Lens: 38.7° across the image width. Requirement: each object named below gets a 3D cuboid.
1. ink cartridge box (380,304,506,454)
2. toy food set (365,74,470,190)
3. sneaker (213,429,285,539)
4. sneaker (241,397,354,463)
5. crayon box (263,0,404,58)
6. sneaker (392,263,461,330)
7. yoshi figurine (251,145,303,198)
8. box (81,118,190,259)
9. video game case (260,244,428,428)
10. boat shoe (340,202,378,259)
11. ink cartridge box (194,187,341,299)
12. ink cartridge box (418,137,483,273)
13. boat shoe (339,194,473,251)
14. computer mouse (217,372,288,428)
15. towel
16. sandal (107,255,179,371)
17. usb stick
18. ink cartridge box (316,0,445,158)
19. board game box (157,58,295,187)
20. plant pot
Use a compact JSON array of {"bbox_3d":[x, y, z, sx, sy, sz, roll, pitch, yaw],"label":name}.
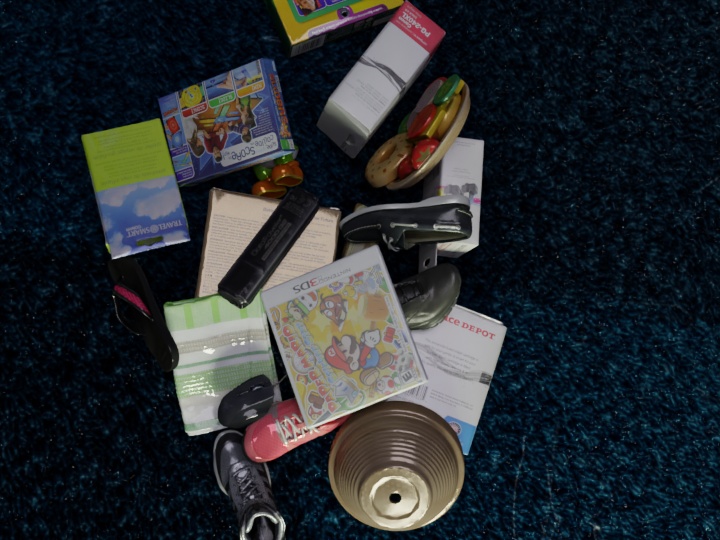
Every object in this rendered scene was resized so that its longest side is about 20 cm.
[{"bbox_3d":[0.116,0.154,1.524,0.143,0.084,0.203,21,78,-6],"label":"ink cartridge box"},{"bbox_3d":[0.091,-0.207,1.526,0.048,0.200,0.200,35,80,-17],"label":"toy food set"},{"bbox_3d":[-0.151,0.318,1.436,0.074,0.114,0.203,-20,84,-12],"label":"sneaker"},{"bbox_3d":[-0.079,0.207,1.456,0.198,0.086,0.075,-27,96,-29],"label":"sneaker"},{"bbox_3d":[-0.055,-0.454,1.610,0.198,0.058,0.175,-22,84,-13],"label":"crayon box"},{"bbox_3d":[0.054,0.052,1.458,0.199,0.091,0.077,-35,54,12],"label":"sneaker"},{"bbox_3d":[-0.158,-0.214,1.529,0.111,0.112,0.203,-16,76,-2],"label":"yoshi figurine"},{"bbox_3d":[-0.326,-0.114,1.495,0.120,0.048,0.203,-14,72,-12],"label":"box"},{"bbox_3d":[-0.024,0.091,1.413,0.180,0.023,0.203,-22,81,5],"label":"video game case"},{"bbox_3d":[0.000,0.000,1.536,0.065,0.074,0.203,13,79,-2],"label":"boat shoe"},{"bbox_3d":[-0.137,-0.019,1.515,0.197,0.075,0.168,9,79,-7],"label":"ink cartridge box"},{"bbox_3d":[0.136,-0.089,1.553,0.067,0.115,0.203,6,81,-9],"label":"ink cartridge box"},{"bbox_3d":[0.063,-0.060,1.466,0.197,0.076,0.061,-12,69,21],"label":"boat shoe"},{"bbox_3d":[-0.120,0.153,1.441,0.199,0.034,0.059,-37,47,-2],"label":"computer mouse"},{"bbox_3d":[-0.195,0.131,1.461,0.147,0.031,0.203,-11,109,-12],"label":"towel"},{"bbox_3d":[-0.317,0.057,1.446,0.045,0.075,0.201,-16,61,-32],"label":"sandal"},{"bbox_3d":[-0.128,-0.034,1.448,0.055,0.033,0.201,28,66,15],"label":"usb stick"},{"bbox_3d":[0.028,-0.285,1.551,0.083,0.145,0.201,38,77,-2],"label":"ink cartridge box"},{"bbox_3d":[-0.197,-0.212,1.488,0.198,0.034,0.138,-13,90,30],"label":"board game box"},{"bbox_3d":[0.050,0.295,1.439,0.197,0.093,0.204,1,112,2],"label":"plant pot"}]
